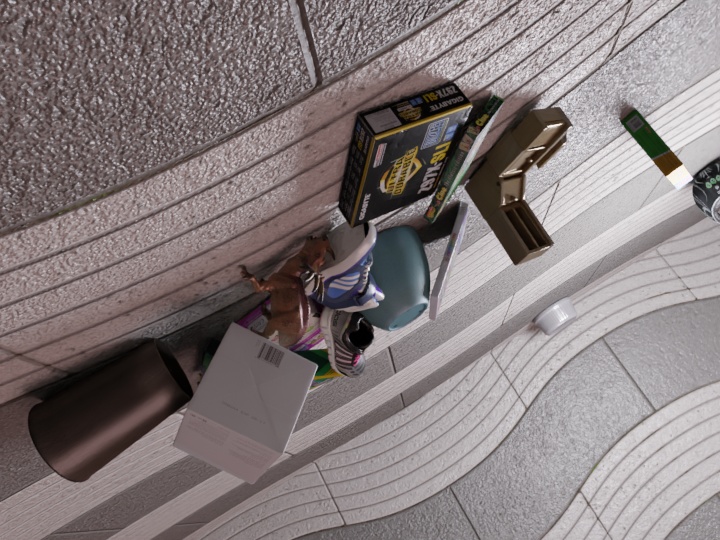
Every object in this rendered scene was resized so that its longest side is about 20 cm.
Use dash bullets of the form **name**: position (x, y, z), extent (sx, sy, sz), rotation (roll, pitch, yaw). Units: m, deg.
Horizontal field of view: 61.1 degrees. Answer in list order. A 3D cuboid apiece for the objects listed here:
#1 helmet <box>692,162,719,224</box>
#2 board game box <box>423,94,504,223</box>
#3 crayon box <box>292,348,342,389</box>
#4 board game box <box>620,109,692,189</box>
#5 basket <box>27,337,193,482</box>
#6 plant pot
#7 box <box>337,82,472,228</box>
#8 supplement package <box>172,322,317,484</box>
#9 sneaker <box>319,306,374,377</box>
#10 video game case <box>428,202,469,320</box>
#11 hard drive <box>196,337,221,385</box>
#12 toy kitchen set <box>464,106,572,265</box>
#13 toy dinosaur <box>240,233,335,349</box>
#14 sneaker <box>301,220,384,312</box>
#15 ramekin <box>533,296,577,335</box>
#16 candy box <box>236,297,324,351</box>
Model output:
- **helmet**: position (1.236, -0.271, 2.080), extent (0.196, 0.192, 0.203), rotation (1, 131, 1)
- **board game box**: position (0.158, -0.169, 0.953), extent (0.105, 0.023, 0.201), rotation (-55, 173, -35)
- **crayon box**: position (-0.141, 0.212, 1.236), extent (0.171, 0.059, 0.199), rotation (0, 158, -44)
- **board game box**: position (0.649, -0.260, 1.328), extent (0.040, 0.155, 0.199), rotation (-40, 157, 26)
- **basket**: position (-0.372, 0.207, 0.942), extent (0.198, 0.137, 0.180), rotation (-33, 173, -10)
- **plant pot**: position (0.057, 0.033, 1.155), extent (0.198, 0.136, 0.201), rotation (-28, 158, -12)
- **box**: position (0.057, -0.158, 0.862), extent (0.158, 0.050, 0.201), rotation (-25, 158, -23)
- **supplement package**: position (-0.185, 0.214, 0.957), extent (0.200, 0.150, 0.152), rotation (-53, -168, 53)
- **sneaker**: position (-0.012, 0.139, 1.138), extent (0.074, 0.086, 0.202), rotation (-56, 145, -35)
- **video game case**: position (0.174, -0.015, 1.208), extent (0.144, 0.018, 0.203), rotation (77, 32, -68)
- **hard drive**: position (-0.200, 0.211, 1.118), extent (0.141, 0.197, 0.038), rotation (116, -1, -48)
- **toy kitchen set**: position (0.330, -0.153, 1.068), extent (0.161, 0.182, 0.200), rotation (-17, 159, -36)
- **toy dinosaur**: position (-0.105, 0.050, 0.950), extent (0.133, 0.204, 0.086), rotation (3, -165, 15)
- **sneaker**: position (0.000, 0.000, 1.014), extent (0.145, 0.082, 0.199), rotation (22, 136, -33)
- **ramekin**: position (0.901, 0.216, 2.799), extent (0.200, 0.095, 0.203), rotation (-28, 158, -12)
- **candy box**: position (-0.126, 0.101, 1.146), extent (0.135, 0.062, 0.200), rotation (-35, 160, 12)
